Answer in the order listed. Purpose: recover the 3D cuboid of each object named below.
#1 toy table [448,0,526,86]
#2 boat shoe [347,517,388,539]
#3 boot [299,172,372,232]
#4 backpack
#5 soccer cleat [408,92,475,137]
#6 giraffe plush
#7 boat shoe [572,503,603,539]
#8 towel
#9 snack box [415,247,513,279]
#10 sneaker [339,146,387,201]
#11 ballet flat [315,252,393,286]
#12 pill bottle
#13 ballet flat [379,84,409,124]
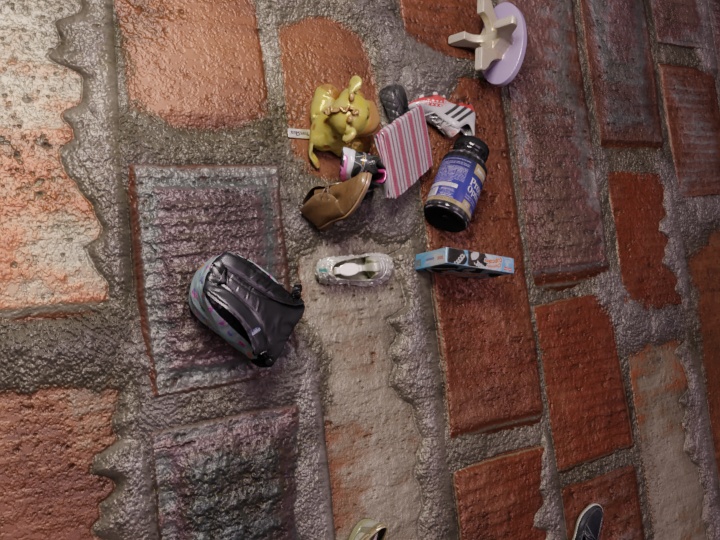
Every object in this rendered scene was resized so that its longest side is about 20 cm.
[{"bbox_3d":[0.313,-0.556,1.690,0.116,0.181,0.206,11,68,-47],"label":"toy table"},{"bbox_3d":[-0.012,0.582,1.376,0.073,0.063,0.202,45,63,-18],"label":"boat shoe"},{"bbox_3d":[-0.051,-0.141,1.374,0.075,0.199,0.075,33,53,-20],"label":"boot"},{"bbox_3d":[-0.215,0.064,1.285,0.199,0.126,0.169,40,53,-20],"label":"backpack"},{"bbox_3d":[0.192,-0.353,1.636,0.196,0.068,0.088,1,79,-37],"label":"soccer cleat"},{"bbox_3d":[-0.029,-0.309,1.431,0.197,0.161,0.177,-23,95,-33],"label":"giraffe plush"},{"bbox_3d":[0.552,0.662,1.724,0.075,0.062,0.201,47,61,-15],"label":"boat shoe"},{"bbox_3d":[0.095,-0.259,1.522,0.200,0.029,0.150,-44,130,-46],"label":"towel"},{"bbox_3d":[0.233,-0.014,1.584,0.196,0.115,0.038,8,79,-31],"label":"snack box"},{"bbox_3d":[0.014,-0.184,1.433,0.084,0.200,0.083,8,85,11],"label":"sneaker"},{"bbox_3d":[0.000,0.000,1.465,0.196,0.071,0.074,-7,86,-33],"label":"ballet flat"},{"bbox_3d":[0.223,-0.199,1.606,0.111,0.111,0.204,33,68,-24],"label":"pill bottle"},{"bbox_3d":[0.087,-0.312,1.583,0.066,0.056,0.206,-18,99,-55],"label":"ballet flat"}]
